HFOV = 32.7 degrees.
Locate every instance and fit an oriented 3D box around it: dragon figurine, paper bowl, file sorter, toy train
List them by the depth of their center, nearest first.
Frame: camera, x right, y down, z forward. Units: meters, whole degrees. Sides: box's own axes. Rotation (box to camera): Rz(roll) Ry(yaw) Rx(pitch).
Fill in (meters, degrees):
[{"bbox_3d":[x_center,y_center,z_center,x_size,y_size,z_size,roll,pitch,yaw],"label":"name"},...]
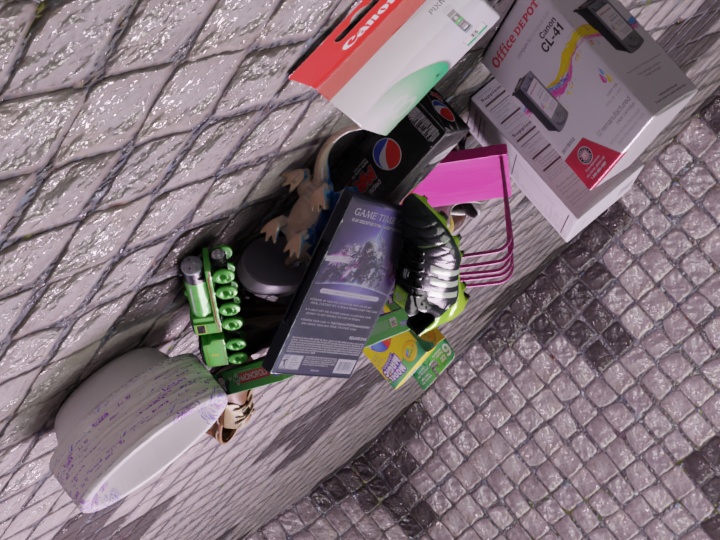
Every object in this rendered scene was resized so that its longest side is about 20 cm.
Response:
[{"bbox_3d":[-0.041,-0.069,1.255,0.099,0.059,0.201,-19,135,-62],"label":"dragon figurine"},{"bbox_3d":[-0.152,0.040,1.279,0.056,0.042,0.201,-7,146,-4],"label":"toy train"},{"bbox_3d":[-0.252,0.164,1.341,0.200,0.105,0.201,-40,169,-9],"label":"paper bowl"},{"bbox_3d":[0.115,-0.055,1.458,0.137,0.127,0.200,-7,169,7],"label":"file sorter"}]

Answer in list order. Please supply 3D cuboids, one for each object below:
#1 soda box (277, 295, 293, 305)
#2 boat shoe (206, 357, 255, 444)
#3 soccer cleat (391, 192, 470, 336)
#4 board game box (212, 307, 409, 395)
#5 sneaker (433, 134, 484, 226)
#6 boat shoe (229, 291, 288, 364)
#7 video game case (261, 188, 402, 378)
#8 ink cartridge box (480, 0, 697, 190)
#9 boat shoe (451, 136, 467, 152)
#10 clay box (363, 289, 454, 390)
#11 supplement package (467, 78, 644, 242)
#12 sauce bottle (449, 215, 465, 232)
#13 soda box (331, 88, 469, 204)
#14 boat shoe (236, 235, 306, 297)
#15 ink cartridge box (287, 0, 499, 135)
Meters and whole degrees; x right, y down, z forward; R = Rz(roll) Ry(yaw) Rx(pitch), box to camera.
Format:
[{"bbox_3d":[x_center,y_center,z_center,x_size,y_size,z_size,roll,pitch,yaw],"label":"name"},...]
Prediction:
[{"bbox_3d":[-0.023,0.003,1.603,0.200,0.063,0.071,-47,167,23],"label":"soda box"},{"bbox_3d":[-0.179,0.184,1.733,0.075,0.074,0.200,-34,167,-32],"label":"boat shoe"},{"bbox_3d":[0.067,0.000,1.298,0.081,0.067,0.201,-37,144,-14],"label":"soccer cleat"},{"bbox_3d":[-0.055,0.094,1.410,0.199,0.029,0.134,-19,178,-42],"label":"board game box"},{"bbox_3d":[0.146,-0.118,1.636,0.199,0.092,0.076,-37,168,-24],"label":"sneaker"},{"bbox_3d":[-0.122,0.057,1.461,0.075,0.073,0.200,-47,162,18],"label":"boat shoe"},{"bbox_3d":[-0.014,0.019,1.280,0.142,0.019,0.201,11,107,-55],"label":"video game case"},{"bbox_3d":[0.243,-0.212,1.332,0.085,0.200,0.148,-32,166,-32],"label":"ink cartridge box"},{"bbox_3d":[0.088,-0.158,1.439,0.200,0.072,0.063,38,58,-73],"label":"boat shoe"},{"bbox_3d":[0.037,0.079,1.735,0.047,0.200,0.115,-31,165,-38],"label":"clay box"},{"bbox_3d":[0.237,-0.156,1.522,0.109,0.200,0.114,-39,169,-7],"label":"supplement package"},{"bbox_3d":[0.104,-0.072,1.744,0.199,0.065,0.065,-35,167,-31],"label":"sauce bottle"},{"bbox_3d":[0.022,-0.103,1.321,0.200,0.063,0.071,-46,167,27],"label":"soda box"},{"bbox_3d":[-0.081,0.000,1.377,0.066,0.074,0.200,-52,164,28],"label":"boat shoe"},{"bbox_3d":[0.037,-0.199,1.092,0.161,0.050,0.200,-44,170,14],"label":"ink cartridge box"}]
